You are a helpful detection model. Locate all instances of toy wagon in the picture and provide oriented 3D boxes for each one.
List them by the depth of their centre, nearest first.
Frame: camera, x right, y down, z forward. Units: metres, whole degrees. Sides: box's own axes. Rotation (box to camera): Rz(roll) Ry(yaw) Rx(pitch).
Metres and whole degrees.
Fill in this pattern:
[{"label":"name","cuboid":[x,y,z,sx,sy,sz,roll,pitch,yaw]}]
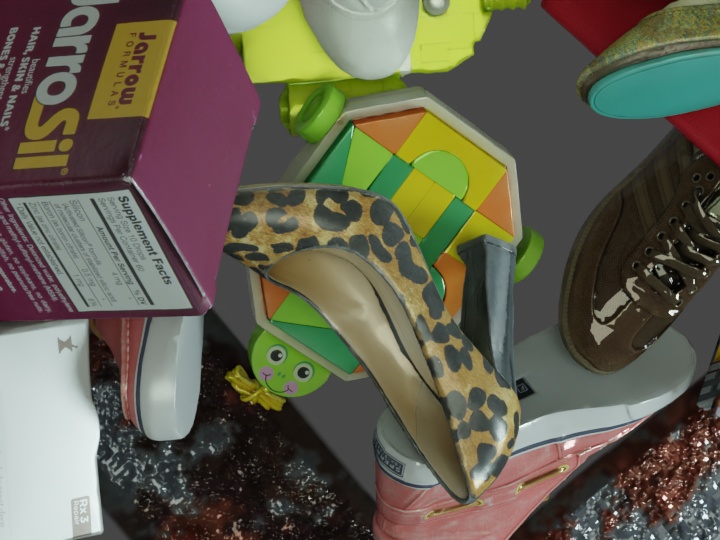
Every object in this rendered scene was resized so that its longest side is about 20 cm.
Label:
[{"label":"toy wagon","cuboid":[0.000,0.000,1.184,0.155,0.040,0.200,34,100,-20]}]

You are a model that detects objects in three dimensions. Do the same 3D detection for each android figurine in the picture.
[{"label":"android figurine","cuboid":[-0.006,-0.166,1.181,0.198,0.041,0.184,-2,97,-2]}]

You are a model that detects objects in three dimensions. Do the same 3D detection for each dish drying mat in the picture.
[{"label":"dish drying mat","cuboid":[0.188,-0.108,1.158,0.077,0.018,0.200,-42,64,-6]}]

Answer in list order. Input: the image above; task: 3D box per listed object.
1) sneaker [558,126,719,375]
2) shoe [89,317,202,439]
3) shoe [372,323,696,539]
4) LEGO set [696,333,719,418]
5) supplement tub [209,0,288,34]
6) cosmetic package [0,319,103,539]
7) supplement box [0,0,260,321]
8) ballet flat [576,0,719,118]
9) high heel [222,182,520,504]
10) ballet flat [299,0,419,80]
[{"label":"sneaker","cuboid":[0.178,-0.033,1.170,0.070,0.075,0.201,36,80,-15]},{"label":"shoe","cuboid":[-0.128,0.012,1.119,0.090,0.201,0.072,0,129,0]},{"label":"shoe","cuboid":[0.094,0.094,1.210,0.199,0.072,0.091,-19,139,-23]},{"label":"LEGO set","cuboid":[0.280,0.060,1.164,0.199,0.153,0.116,32,66,-22]},{"label":"supplement tub","cuboid":[-0.115,-0.176,1.085,0.199,0.140,0.141,-13,99,32]},{"label":"cosmetic package","cuboid":[-0.213,0.074,1.113,0.081,0.199,0.114,-8,97,-33]},{"label":"supplement box","cuboid":[-0.164,-0.055,1.030,0.199,0.132,0.103,-3,142,19]},{"label":"ballet flat","cuboid":[0.206,-0.124,1.114,0.198,0.071,0.071,-8,98,4]},{"label":"high heel","cuboid":[-0.004,0.036,1.098,0.199,0.071,0.144,13,66,-24]},{"label":"ballet flat","cuboid":[-0.004,-0.199,1.123,0.069,0.069,0.202,-5,96,-3]}]
